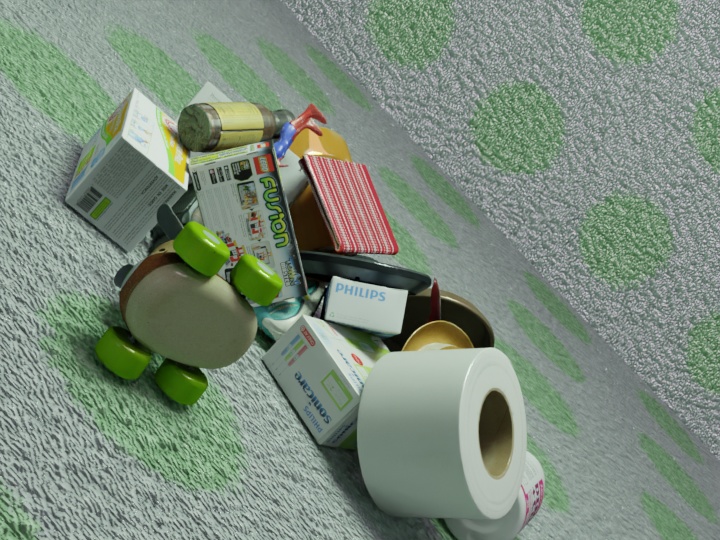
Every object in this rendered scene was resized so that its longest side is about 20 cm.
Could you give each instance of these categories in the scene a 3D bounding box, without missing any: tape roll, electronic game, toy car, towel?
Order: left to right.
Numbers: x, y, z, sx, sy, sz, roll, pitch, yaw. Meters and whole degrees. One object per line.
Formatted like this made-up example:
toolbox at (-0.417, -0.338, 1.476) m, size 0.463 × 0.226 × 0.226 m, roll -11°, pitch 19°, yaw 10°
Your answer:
toy car at (-0.206, 0.010, 1.312) m, size 0.157 × 0.165 × 0.200 m, roll 32°, pitch 10°, yaw -42°
towel at (-0.014, -0.088, 1.727) m, size 0.199 × 0.022 × 0.146 m, roll 1°, pitch 65°, yaw -65°
electronic game at (0.000, 0.000, 1.687) m, size 0.197 × 0.042 × 0.200 m, roll 10°, pitch -5°, yaw 1°
tape roll at (0.103, 0.197, 1.492) m, size 0.202 × 0.138 × 0.206 m, roll 12°, pitch 77°, yaw -59°

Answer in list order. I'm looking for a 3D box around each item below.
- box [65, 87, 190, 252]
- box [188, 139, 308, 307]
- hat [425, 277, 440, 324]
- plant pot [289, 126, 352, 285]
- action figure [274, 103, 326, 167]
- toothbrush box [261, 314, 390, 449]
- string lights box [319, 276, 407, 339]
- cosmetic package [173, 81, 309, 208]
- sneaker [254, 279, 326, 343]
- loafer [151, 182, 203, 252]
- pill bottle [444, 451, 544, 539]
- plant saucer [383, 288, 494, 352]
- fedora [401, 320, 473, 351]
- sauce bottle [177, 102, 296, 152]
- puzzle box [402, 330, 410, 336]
box at (-0.283, -0.130, 1.535) m, size 0.101 × 0.113 × 0.201 m, roll 40°, pitch 15°, yaw -20°
box at (-0.139, -0.053, 1.547) m, size 0.035 × 0.108 × 0.203 m, roll -104°, pitch -178°, yaw -67°
hat at (0.141, 0.151, 1.821) m, size 0.199 × 0.176 × 0.166 m, roll 23°, pitch 25°, yaw -55°
plant pot at (-0.088, -0.080, 1.825) m, size 0.199 × 0.199 × 0.185 m, roll 25°, pitch 41°, yaw -53°
action figure at (-0.127, -0.139, 1.619) m, size 0.052 × 0.199 × 0.065 m, roll 50°, pitch -19°, yaw 2°
toothbrush box at (-0.012, 0.151, 1.589) m, size 0.146 × 0.086 × 0.199 m, roll 53°, pitch 18°, yaw 29°
string lights box at (0.001, 0.052, 1.673) m, size 0.101 × 0.060 × 0.200 m, roll 11°, pitch -6°, yaw -3°
cosmetic package at (-0.184, -0.139, 1.714) m, size 0.199 × 0.151 × 0.052 m, roll 40°, pitch -10°, yaw 0°
sneaker at (-0.099, 0.044, 1.668) m, size 0.079 × 0.078 × 0.200 m, roll 32°, pitch 13°, yaw 0°
loafer at (-0.226, -0.043, 1.583) m, size 0.063 × 0.071 × 0.201 m, roll 60°, pitch 14°, yaw -27°
pill bottle at (0.187, 0.302, 1.677) m, size 0.114 × 0.113 × 0.200 m, roll 48°, pitch 15°, yaw 12°
plant saucer at (0.107, 0.090, 1.879) m, size 0.199 × 0.199 × 0.030 m, roll 37°, pitch 46°, yaw -28°
fedora at (0.127, 0.172, 1.717) m, size 0.081 × 0.203 × 0.200 m, roll -2°, pitch -28°, yaw 47°
sauce bottle at (-0.156, -0.189, 1.623) m, size 0.065 × 0.065 × 0.199 m, roll 50°, pitch 28°, yaw 18°
puzzle box at (0.050, 0.075, 1.983) m, size 0.199 × 0.026 × 0.133 m, roll 38°, pitch -4°, yaw -29°
